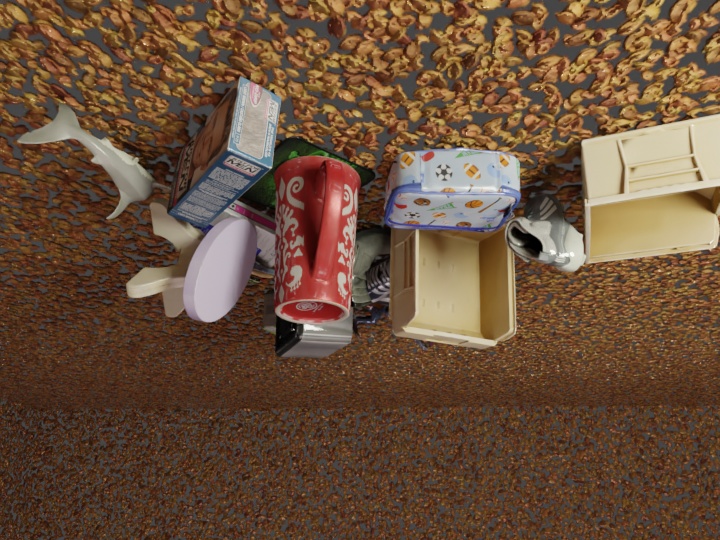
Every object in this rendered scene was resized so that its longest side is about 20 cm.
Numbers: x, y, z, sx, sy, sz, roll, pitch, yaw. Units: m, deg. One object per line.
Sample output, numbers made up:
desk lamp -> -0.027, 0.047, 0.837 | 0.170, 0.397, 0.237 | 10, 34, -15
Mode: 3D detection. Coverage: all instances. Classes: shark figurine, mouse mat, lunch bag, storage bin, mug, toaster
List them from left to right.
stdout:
shark figurine -> -0.325, -0.118, 0.775 | 0.126, 0.091, 0.215 | 29, 171, 17
mouse mat -> -0.091, -0.131, 0.896 | 0.157, 0.008, 0.198 | 17, 152, -35
mug -> -0.069, -0.045, 0.824 | 0.128, 0.207, 0.178 | -3, 159, 10
toaster -> -0.093, 0.058, 1.135 | 0.115, 0.187, 0.200 | 6, 159, -21
lunch bag -> 0.132, -0.107, 0.859 | 0.192, 0.078, 0.161 | 4, 160, -5
storage bin -> 0.151, 0.012, 0.982 | 0.194, 0.206, 0.093 | 11, 161, -25
storage bin -> 0.403, -0.101, 0.810 | 0.192, 0.097, 0.200 | -7, 157, 19

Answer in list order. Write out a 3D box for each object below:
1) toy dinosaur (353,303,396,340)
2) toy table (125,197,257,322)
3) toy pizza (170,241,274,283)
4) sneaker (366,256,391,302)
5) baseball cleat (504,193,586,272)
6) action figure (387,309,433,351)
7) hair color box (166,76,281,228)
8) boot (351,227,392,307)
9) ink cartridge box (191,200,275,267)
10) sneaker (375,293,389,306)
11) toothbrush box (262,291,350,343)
toy dinosaur -> 0.060, 0.085, 1.329 | 0.177, 0.107, 0.201 | -25, 141, 7
toy table -> -0.243, -0.009, 0.874 | 0.113, 0.191, 0.200 | 8, -162, 11
toy pizza -> -0.243, -0.013, 1.057 | 0.194, 0.033, 0.200 | 17, 178, 1
sneaker -> 0.047, 0.008, 1.146 | 0.193, 0.073, 0.108 | -13, 161, 13
baseball cleat -> 0.250, -0.067, 0.849 | 0.103, 0.201, 0.072 | 12, 113, -9
action figure -> 0.155, 0.047, 1.134 | 0.148, 0.202, 0.134 | 38, 172, -6
hair color box -> -0.176, -0.140, 0.746 | 0.059, 0.103, 0.198 | 19, 152, -32
boot -> 0.000, 0.000, 1.014 | 0.196, 0.135, 0.067 | 0, 165, -42
ink cartridge box -> -0.209, -0.073, 0.967 | 0.196, 0.038, 0.094 | 24, 144, -26
sneaker -> 0.095, 0.081, 1.261 | 0.192, 0.076, 0.117 | 2, 122, -12
toothbrush box -> -0.122, 0.114, 1.397 | 0.141, 0.089, 0.200 | -8, 156, 21
